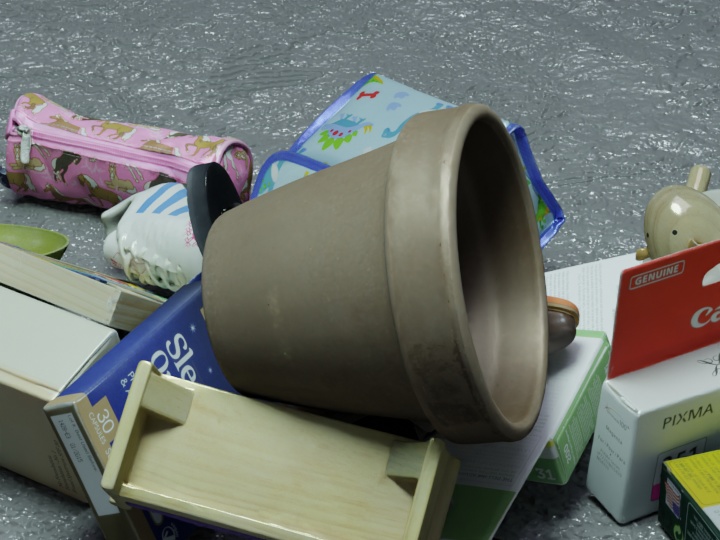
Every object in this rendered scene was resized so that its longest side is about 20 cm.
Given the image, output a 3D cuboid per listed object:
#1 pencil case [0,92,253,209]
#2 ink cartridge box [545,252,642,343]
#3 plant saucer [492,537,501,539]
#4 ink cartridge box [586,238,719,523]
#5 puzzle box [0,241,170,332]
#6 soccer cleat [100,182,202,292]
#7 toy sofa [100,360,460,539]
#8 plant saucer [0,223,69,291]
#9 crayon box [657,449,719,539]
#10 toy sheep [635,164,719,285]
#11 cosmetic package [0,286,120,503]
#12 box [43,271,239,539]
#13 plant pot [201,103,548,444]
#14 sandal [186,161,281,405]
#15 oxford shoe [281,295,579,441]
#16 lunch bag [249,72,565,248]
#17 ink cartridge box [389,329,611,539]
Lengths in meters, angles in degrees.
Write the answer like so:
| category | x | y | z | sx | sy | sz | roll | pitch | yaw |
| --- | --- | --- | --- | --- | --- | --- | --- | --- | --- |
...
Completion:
| category | x | y | z | sx | sy | sz | roll | pitch | yaw |
| --- | --- | --- | --- | --- | --- | --- | --- | --- | --- |
| pencil case | -0.178 | -0.080 | 1.916 | 0.199 | 0.083 | 0.087 | 13 | 32 | 20 |
| ink cartridge box | 0.112 | 0.062 | 1.730 | 0.199 | 0.050 | 0.161 | -14 | 28 | 13 |
| plant saucer | 0.048 | 0.211 | 1.467 | 0.199 | 0.035 | 0.201 | 0 | 29 | 0 |
| ink cartridge box | 0.244 | 0.056 | 1.589 | 0.199 | 0.174 | 0.044 | -17 | 42 | -27 |
| puzzle box | -0.163 | 0.021 | 1.691 | 0.132 | 0.026 | 0.200 | 19 | -1 | 29 |
| soccer cleat | -0.133 | -0.008 | 1.761 | 0.086 | 0.070 | 0.200 | -15 | 20 | -11 |
| toy sofa | -0.046 | 0.124 | 1.482 | 0.199 | 0.098 | 0.083 | 14 | 76 | 9 |
| plant saucer | -0.308 | -0.005 | 1.789 | 0.199 | 0.031 | 0.200 | 0 | 9 | 0 |
| crayon box | 0.301 | 0.152 | 1.550 | 0.199 | 0.051 | 0.127 | -10 | 32 | -16 |
| toy sheep | 0.263 | 0.008 | 1.689 | 0.200 | 0.138 | 0.138 | 36 | 16 | -28 |
| cosmetic package | -0.244 | 0.066 | 1.634 | 0.199 | 0.104 | 0.073 | 17 | 51 | 30 |
| box | -0.113 | 0.089 | 1.590 | 0.032 | 0.122 | 0.200 | -13 | 20 | 34 |
| plant pot | 0.005 | 0.012 | 1.480 | 0.174 | 0.201 | 0.201 | -9 | 27 | 18 |
| sandal | -0.057 | 0.015 | 1.648 | 0.043 | 0.201 | 0.076 | -23 | 11 | 17 |
| oxford shoe | 0.049 | 0.072 | 1.576 | 0.199 | 0.071 | 0.073 | -18 | 61 | -2 |
| lunch bag | 0.013 | -0.031 | 1.787 | 0.200 | 0.128 | 0.170 | -46 | 40 | -17 |
| ink cartridge box | 0.063 | 0.112 | 1.593 | 0.145 | 0.048 | 0.200 | 4 | 43 | 30 |
